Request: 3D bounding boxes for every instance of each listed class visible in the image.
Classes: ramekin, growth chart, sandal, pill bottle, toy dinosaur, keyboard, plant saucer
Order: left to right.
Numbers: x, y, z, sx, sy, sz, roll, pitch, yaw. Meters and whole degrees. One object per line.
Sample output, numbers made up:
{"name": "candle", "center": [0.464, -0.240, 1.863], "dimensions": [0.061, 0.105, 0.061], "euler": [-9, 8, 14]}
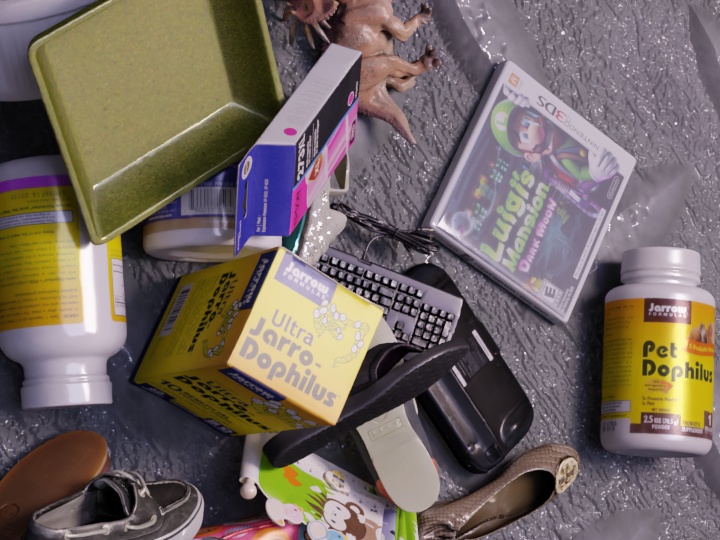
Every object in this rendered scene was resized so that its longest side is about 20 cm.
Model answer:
{"name": "ramekin", "center": [-0.263, -0.211, 1.399], "dimensions": [0.202, 0.202, 0.094], "euler": [-27, 127, -30]}
{"name": "pill bottle", "center": [-0.245, 0.011, 1.424], "dimensions": [0.104, 0.104, 0.200], "euler": [-1, 83, -30]}
{"name": "plant saucer", "center": [-0.162, -0.149, 1.358], "dimensions": [0.200, 0.048, 0.200], "euler": [-34, 138, -23]}
{"name": "pill bottle", "center": [-0.128, -0.113, 1.501], "dimensions": [0.120, 0.120, 0.200], "euler": [4, 81, -30]}
{"name": "growth chart", "center": [-0.024, 0.199, 1.525], "dimensions": [0.200, 0.145, 0.018], "euler": [30, 113, -22]}
{"name": "toy dinosaur", "center": [-0.008, -0.209, 1.611], "dimensions": [0.136, 0.086, 0.200], "euler": [-17, 108, -20]}
{"name": "keyboard", "center": [0.000, 0.000, 1.588], "dimensions": [0.200, 0.021, 0.127], "euler": [21, 73, -11]}
{"name": "sandal", "center": [0.001, 0.099, 1.490], "dimensions": [0.200, 0.075, 0.048], "euler": [-28, 72, -12]}
{"name": "pill bottle", "center": [0.294, 0.081, 1.722], "dimensions": [0.109, 0.109, 0.200], "euler": [8, 79, -29]}

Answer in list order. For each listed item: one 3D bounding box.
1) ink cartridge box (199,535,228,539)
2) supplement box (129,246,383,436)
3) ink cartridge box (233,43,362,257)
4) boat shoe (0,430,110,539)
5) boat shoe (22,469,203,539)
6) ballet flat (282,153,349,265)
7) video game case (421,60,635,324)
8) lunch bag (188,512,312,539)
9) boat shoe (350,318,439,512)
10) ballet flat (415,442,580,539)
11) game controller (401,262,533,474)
{"name": "ink cartridge box", "center": [-0.061, 0.320, 1.410], "dimensions": [0.200, 0.083, 0.145], "euler": [31, 73, -27]}
{"name": "supplement box", "center": [-0.090, 0.064, 1.450], "dimensions": [0.109, 0.200, 0.110], "euler": [31, 68, -22]}
{"name": "ink cartridge box", "center": [-0.051, -0.099, 1.446], "dimensions": [0.037, 0.095, 0.200], "euler": [18, 41, 15]}
{"name": "boat shoe", "center": [-0.271, 0.214, 1.406], "dimensions": [0.200, 0.070, 0.070], "euler": [-47, 143, -35]}
{"name": "boat shoe", "center": [-0.190, 0.195, 1.389], "dimensions": [0.200, 0.071, 0.064], "euler": [-21, 126, -56]}
{"name": "ballet flat", "center": [-0.039, -0.069, 1.554], "dimensions": [0.072, 0.072, 0.200], "euler": [19, 60, -27]}
{"name": "video game case", "center": [0.170, -0.077, 1.724], "dimensions": [0.182, 0.023, 0.200], "euler": [35, 68, -21]}
{"name": "lunch bag", "center": [-0.116, 0.304, 1.475], "dimensions": [0.200, 0.082, 0.176], "euler": [-10, 93, -32]}
{"name": "boat shoe", "center": [0.018, 0.120, 1.559], "dimensions": [0.071, 0.063, 0.200], "euler": [-23, 90, 0]}
{"name": "ballet flat", "center": [0.133, 0.219, 1.635], "dimensions": [0.200, 0.046, 0.067], "euler": [-20, 118, -29]}
{"name": "game controller", "center": [0.089, 0.091, 1.650], "dimensions": [0.104, 0.042, 0.200], "euler": [-43, 105, -42]}
